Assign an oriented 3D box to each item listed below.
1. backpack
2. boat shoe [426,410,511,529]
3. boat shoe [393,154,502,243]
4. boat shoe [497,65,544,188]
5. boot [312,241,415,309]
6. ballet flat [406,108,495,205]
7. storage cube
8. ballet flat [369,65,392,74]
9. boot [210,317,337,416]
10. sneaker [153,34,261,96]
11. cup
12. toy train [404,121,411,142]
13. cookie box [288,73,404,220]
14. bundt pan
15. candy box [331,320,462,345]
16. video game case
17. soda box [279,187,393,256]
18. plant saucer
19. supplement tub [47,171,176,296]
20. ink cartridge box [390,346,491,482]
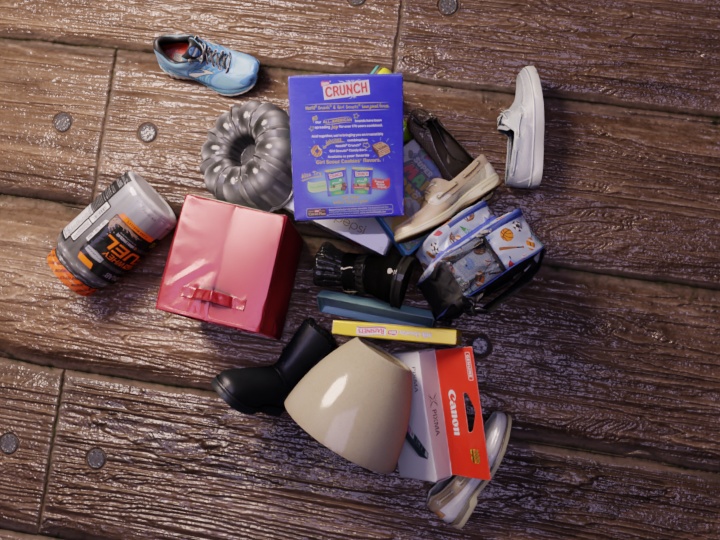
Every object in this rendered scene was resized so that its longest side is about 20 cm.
[{"bbox_3d":[0.186,-0.017,1.024,0.188,0.200,0.156,-24,85,-11],"label":"backpack"},{"bbox_3d":[0.175,0.312,1.046,0.068,0.075,0.203,28,89,1],"label":"boat shoe"},{"bbox_3d":[0.128,-0.111,1.017,0.198,0.072,0.066,-32,87,-8],"label":"boat shoe"},{"bbox_3d":[0.264,-0.239,1.082,0.070,0.070,0.206,-1,88,1],"label":"boat shoe"},{"bbox_3d":[-0.001,0.003,1.019,0.155,0.211,0.081,17,84,1],"label":"boot"},{"bbox_3d":[0.152,-0.186,1.062,0.067,0.046,0.201,-41,93,-21],"label":"ballet flat"},{"bbox_3d":[-0.200,0.001,1.042,0.167,0.200,0.184,12,81,6],"label":"storage cube"},{"bbox_3d":[-0.013,-0.230,1.022,0.067,0.067,0.200,43,97,-9],"label":"ballet flat"},{"bbox_3d":[-0.129,0.143,1.028,0.076,0.200,0.169,39,91,28],"label":"boot"},{"bbox_3d":[-0.270,-0.360,1.125,0.196,0.090,0.080,11,87,4],"label":"sneaker"},{"bbox_3d":[0.002,0.191,1.002,0.198,0.200,0.145,31,92,6],"label":"cup"},{"bbox_3d":[0.039,-0.213,1.100,0.114,0.085,0.203,-25,84,-11],"label":"toy train"},{"bbox_3d":[-0.020,-0.184,0.962,0.167,0.075,0.204,-3,105,-8],"label":"cookie box"},{"bbox_3d":[-0.186,-0.191,1.078,0.198,0.076,0.206,-7,74,24],"label":"bundt pan"},{"bbox_3d":[0.061,0.100,1.042,0.196,0.102,0.027,4,86,14],"label":"candy box"},{"bbox_3d":[0.102,-0.137,1.070,0.199,0.018,0.144,-39,92,-22],"label":"video game case"},{"bbox_3d":[-0.033,-0.092,1.096,0.197,0.068,0.065,27,87,7],"label":"soda box"},{"bbox_3d":[0.025,0.068,1.083,0.196,0.070,0.019,12,65,6],"label":"plant saucer"},{"bbox_3d":[-0.421,-0.059,1.099,0.200,0.123,0.123,-42,84,1],"label":"supplement tub"},{"bbox_3d":[0.115,0.226,1.017,0.043,0.172,0.205,-4,84,-35],"label":"ink cartridge box"}]
